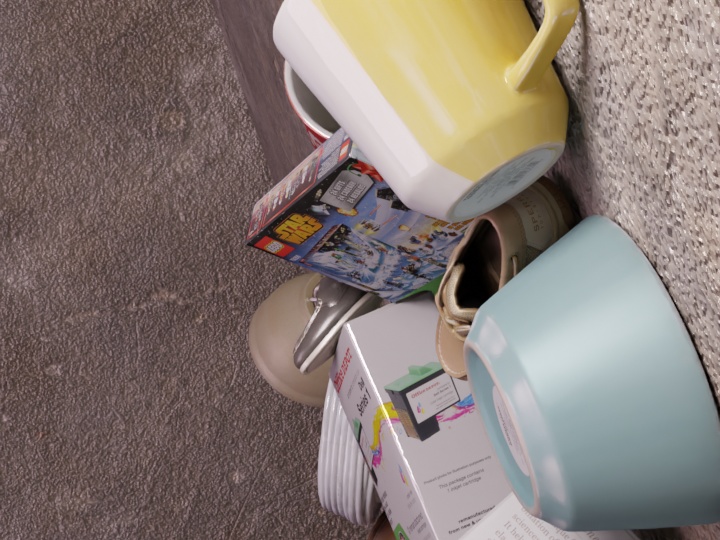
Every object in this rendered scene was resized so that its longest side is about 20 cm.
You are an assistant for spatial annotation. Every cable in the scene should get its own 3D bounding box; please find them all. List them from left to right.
[{"bbox_3d":[0.005,0.153,1.461,0.200,0.069,0.202,27,-106,-82],"label":"cable"}]

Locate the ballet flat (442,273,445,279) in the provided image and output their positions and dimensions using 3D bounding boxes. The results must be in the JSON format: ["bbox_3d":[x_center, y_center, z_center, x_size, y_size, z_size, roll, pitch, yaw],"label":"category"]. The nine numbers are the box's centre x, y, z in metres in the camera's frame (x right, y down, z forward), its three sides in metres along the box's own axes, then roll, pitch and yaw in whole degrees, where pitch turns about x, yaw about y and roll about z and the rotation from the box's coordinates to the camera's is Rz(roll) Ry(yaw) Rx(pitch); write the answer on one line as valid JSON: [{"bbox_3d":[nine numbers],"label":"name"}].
[{"bbox_3d":[0.124,0.068,1.159,0.070,0.067,0.201,13,127,53],"label":"ballet flat"}]

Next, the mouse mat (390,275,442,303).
[{"bbox_3d":[0.072,0.012,1.292,0.200,0.007,0.162,-116,35,-48],"label":"mouse mat"}]

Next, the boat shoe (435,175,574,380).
[{"bbox_3d":[0.080,0.014,0.995,0.071,0.064,0.201,51,147,25],"label":"boat shoe"}]

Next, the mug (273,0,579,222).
[{"bbox_3d":[0.046,-0.118,0.853,0.154,0.149,0.187,60,178,13],"label":"mug"}]

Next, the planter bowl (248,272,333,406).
[{"bbox_3d":[-0.050,0.082,2.152,0.135,0.199,0.201,-53,54,50],"label":"planter bowl"}]

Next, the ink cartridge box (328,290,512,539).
[{"bbox_3d":[0.051,0.138,1.211,0.145,0.083,0.201,108,141,-68],"label":"ink cartridge box"}]

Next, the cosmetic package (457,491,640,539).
[{"bbox_3d":[0.117,0.273,1.017,0.167,0.200,0.167,46,165,21],"label":"cosmetic package"}]

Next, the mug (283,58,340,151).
[{"bbox_3d":[0.026,-0.093,1.138,0.200,0.133,0.178,76,173,-67],"label":"mug"}]

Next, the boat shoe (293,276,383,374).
[{"bbox_3d":[0.000,0.000,1.249,0.057,0.200,0.067,39,169,13],"label":"boat shoe"}]

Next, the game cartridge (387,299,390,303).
[{"bbox_3d":[0.097,0.116,1.444,0.201,0.038,0.130,58,-175,-28],"label":"game cartridge"}]

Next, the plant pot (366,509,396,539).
[{"bbox_3d":[0.122,0.323,1.425,0.198,0.199,0.202,24,135,69],"label":"plant pot"}]

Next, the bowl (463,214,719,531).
[{"bbox_3d":[0.131,0.077,0.887,0.201,0.104,0.202,160,90,-83],"label":"bowl"}]

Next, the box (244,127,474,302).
[{"bbox_3d":[0.014,-0.041,1.075,0.200,0.136,0.040,-33,40,59],"label":"box"}]
